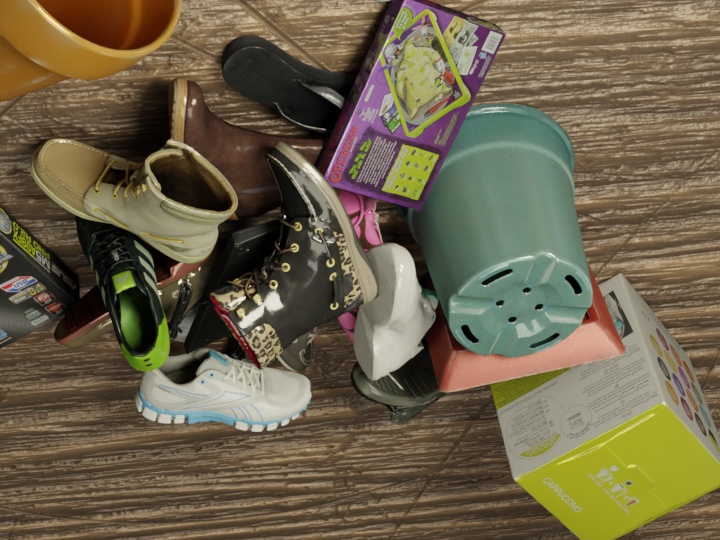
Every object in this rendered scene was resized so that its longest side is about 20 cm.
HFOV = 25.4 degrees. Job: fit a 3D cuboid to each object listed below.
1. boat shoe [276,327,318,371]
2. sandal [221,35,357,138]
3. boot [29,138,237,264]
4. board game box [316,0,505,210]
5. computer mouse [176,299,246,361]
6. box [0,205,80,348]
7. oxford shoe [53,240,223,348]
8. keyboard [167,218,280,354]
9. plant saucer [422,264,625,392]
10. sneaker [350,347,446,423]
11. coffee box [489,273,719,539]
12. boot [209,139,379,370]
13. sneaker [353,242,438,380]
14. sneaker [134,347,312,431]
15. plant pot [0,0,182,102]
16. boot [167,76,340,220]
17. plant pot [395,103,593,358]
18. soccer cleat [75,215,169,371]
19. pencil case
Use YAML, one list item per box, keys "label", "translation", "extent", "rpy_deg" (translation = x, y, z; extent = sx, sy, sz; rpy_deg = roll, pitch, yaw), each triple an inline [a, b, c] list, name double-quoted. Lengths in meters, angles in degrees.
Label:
- label: "boat shoe"
  translation: [-0.076, 0.041, 1.751]
  extent: [0.056, 0.067, 0.201]
  rpy_deg: [-6, 136, 16]
- label: "sandal"
  translation: [-0.047, -0.164, 1.564]
  extent: [0.199, 0.043, 0.076]
  rpy_deg: [18, 130, -28]
- label: "boot"
  translation: [-0.216, -0.086, 1.520]
  extent: [0.199, 0.073, 0.155]
  rpy_deg: [28, 160, -7]
- label: "board game box"
  translation: [0.047, -0.162, 1.554]
  extent: [0.119, 0.032, 0.201]
  rpy_deg: [12, 115, -33]
- label: "computer mouse"
  translation: [-0.190, 0.058, 1.765]
  extent: [0.109, 0.044, 0.199]
  rpy_deg: [-37, 131, 26]
- label: "box"
  translation: [-0.420, 0.022, 1.676]
  extent: [0.199, 0.045, 0.160]
  rpy_deg: [-26, 136, 15]
- label: "oxford shoe"
  translation: [-0.224, 0.037, 1.673]
  extent: [0.199, 0.071, 0.075]
  rpy_deg: [-29, 121, 0]
- label: "keyboard"
  translation: [-0.149, 0.022, 1.639]
  extent: [0.126, 0.021, 0.201]
  rpy_deg: [-24, 156, -36]
- label: "plant saucer"
  translation: [0.166, 0.042, 1.722]
  extent: [0.198, 0.200, 0.037]
  rpy_deg: [-12, 122, 1]
- label: "sneaker"
  translation: [0.039, 0.135, 1.836]
  extent: [0.114, 0.077, 0.199]
  rpy_deg: [-38, 164, 31]
- label: "coffee box"
  translation: [0.287, 0.170, 1.872]
  extent: [0.199, 0.199, 0.200]
  rpy_deg: [-30, 134, 19]
- label: "boot"
  translation: [-0.079, -0.011, 1.550]
  extent: [0.150, 0.073, 0.201]
  rpy_deg: [-36, 127, -12]
- label: "sneaker"
  translation: [0.045, 0.032, 1.662]
  extent: [0.088, 0.076, 0.201]
  rpy_deg: [-19, 149, -19]
- label: "sneaker"
  translation: [-0.148, 0.124, 1.767]
  extent: [0.198, 0.075, 0.087]
  rpy_deg: [0, 135, -11]
- label: "plant pot"
  translation: [-0.283, -0.235, 1.348]
  extent: [0.182, 0.202, 0.199]
  rpy_deg: [-25, 138, 38]
- label: "boot"
  translation: [-0.103, -0.125, 1.571]
  extent: [0.165, 0.073, 0.201]
  rpy_deg: [-5, 146, -2]
- label: "plant pot"
  translation: [0.143, -0.031, 1.633]
  extent: [0.198, 0.197, 0.201]
  rpy_deg: [-5, 136, -5]
- label: "soccer cleat"
  translation: [-0.235, 0.001, 1.590]
  extent: [0.067, 0.202, 0.081]
  rpy_deg: [-19, 170, -6]
- label: "pencil case"
  translation: [0.000, 0.000, 1.716]
  extent: [0.093, 0.091, 0.201]
  rpy_deg: [-20, 139, 6]
